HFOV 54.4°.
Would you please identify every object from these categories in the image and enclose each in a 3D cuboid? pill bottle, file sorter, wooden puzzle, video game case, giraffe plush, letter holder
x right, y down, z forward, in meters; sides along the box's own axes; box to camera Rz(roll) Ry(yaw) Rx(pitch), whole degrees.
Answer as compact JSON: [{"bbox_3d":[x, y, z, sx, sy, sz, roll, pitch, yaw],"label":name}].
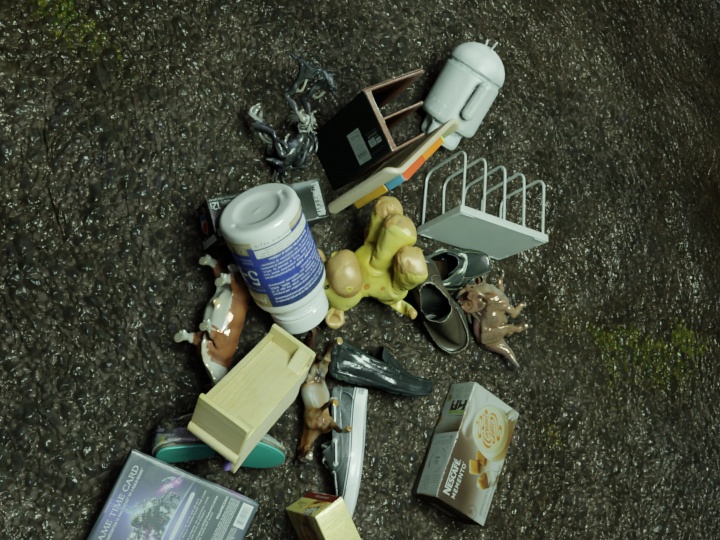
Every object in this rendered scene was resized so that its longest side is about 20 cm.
[{"bbox_3d":[-0.116,-0.011,1.019,0.120,0.118,0.203,-45,134,-29],"label":"pill bottle"},{"bbox_3d":[0.222,-0.117,1.275,0.195,0.138,0.128,14,70,-26],"label":"file sorter"},{"bbox_3d":[0.057,-0.164,1.147,0.199,0.183,0.038,-41,100,-38],"label":"wooden puzzle"},{"bbox_3d":[-0.255,0.348,0.952,0.197,0.019,0.146,30,82,-21],"label":"video game case"},{"bbox_3d":[0.000,0.000,1.126,0.158,0.203,0.175,-12,46,-16],"label":"giraffe plush"},{"bbox_3d":[0.031,-0.231,1.151,0.140,0.199,0.103,-29,94,-31],"label":"letter holder"}]

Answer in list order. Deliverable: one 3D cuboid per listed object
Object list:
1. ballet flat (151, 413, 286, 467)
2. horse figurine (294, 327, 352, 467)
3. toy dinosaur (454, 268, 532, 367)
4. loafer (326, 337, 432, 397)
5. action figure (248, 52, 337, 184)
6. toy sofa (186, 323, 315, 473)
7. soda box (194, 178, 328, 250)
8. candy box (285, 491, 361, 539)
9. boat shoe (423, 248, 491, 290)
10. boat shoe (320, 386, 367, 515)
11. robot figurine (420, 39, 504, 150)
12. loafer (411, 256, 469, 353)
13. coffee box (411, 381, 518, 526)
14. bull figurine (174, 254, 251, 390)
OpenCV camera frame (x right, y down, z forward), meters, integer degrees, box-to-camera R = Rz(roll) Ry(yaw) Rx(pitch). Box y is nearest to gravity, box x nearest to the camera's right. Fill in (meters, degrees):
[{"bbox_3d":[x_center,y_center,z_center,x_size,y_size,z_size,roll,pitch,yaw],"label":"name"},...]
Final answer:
[{"bbox_3d":[-0.199,0.237,1.004,0.195,0.072,0.074,10,74,-27],"label":"ballet flat"},{"bbox_3d":[-0.065,0.183,1.069,0.049,0.132,0.206,3,66,-31],"label":"horse figurine"},{"bbox_3d":[0.231,0.086,1.273,0.133,0.085,0.206,-20,109,-20],"label":"toy dinosaur"},{"bbox_3d":[0.035,0.161,1.149,0.196,0.068,0.072,18,80,-22],"label":"loafer"},{"bbox_3d":[-0.112,-0.236,1.130,0.118,0.101,0.204,-1,120,-56],"label":"action figure"},{"bbox_3d":[-0.150,0.175,0.975,0.082,0.099,0.200,32,36,8],"label":"toy sofa"},{"bbox_3d":[-0.152,-0.088,1.092,0.196,0.070,0.065,-14,85,-31],"label":"soda box"},{"bbox_3d":[-0.029,0.432,1.028,0.054,0.115,0.204,-26,93,-29],"label":"candy box"},{"bbox_3d":[0.166,-0.004,1.261,0.195,0.067,0.074,-5,82,-32],"label":"boat shoe"},{"bbox_3d":[-0.030,0.284,1.092,0.066,0.072,0.207,5,90,6],"label":"boat shoe"},{"bbox_3d":[0.189,-0.326,1.281,0.111,0.170,0.203,22,108,-26],"label":"robot figurine"},{"bbox_3d":[0.130,0.074,1.189,0.202,0.072,0.072,57,14,-29],"label":"loafer"},{"bbox_3d":[0.180,0.310,1.194,0.113,0.079,0.203,34,65,-19],"label":"coffee box"},{"bbox_3d":[-0.206,0.080,1.017,0.122,0.063,0.205,59,35,-59],"label":"bull figurine"}]
